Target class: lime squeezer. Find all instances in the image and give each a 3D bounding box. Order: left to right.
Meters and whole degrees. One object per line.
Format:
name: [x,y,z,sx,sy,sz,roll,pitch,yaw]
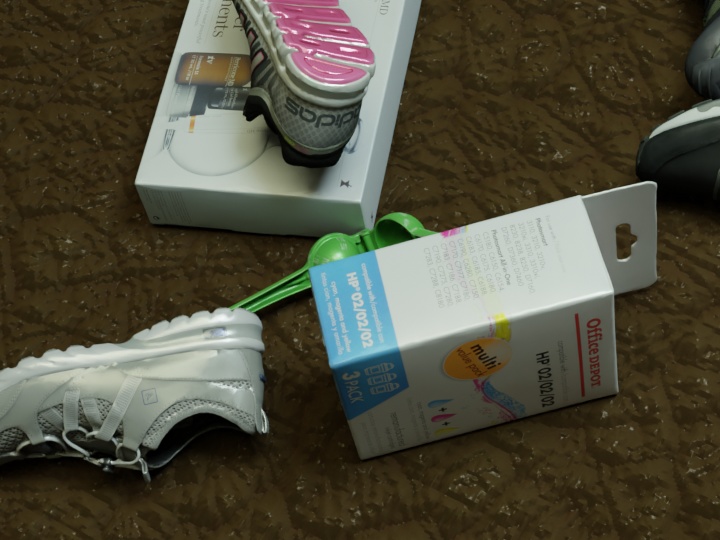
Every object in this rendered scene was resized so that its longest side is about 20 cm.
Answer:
lime squeezer: [0.000,0.000,1.019,0.198,0.038,0.071,-16,37,19]

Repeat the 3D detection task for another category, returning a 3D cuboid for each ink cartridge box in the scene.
ink cartridge box: [0.080,0.029,0.948,0.197,0.116,0.068,-15,57,1]

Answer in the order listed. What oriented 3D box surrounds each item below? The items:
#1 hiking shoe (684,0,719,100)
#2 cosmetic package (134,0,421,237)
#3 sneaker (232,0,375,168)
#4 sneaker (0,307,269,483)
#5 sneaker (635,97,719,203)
hiking shoe: [0.241,-0.184,1.085,0.100,0.076,0.201,18,54,30]
cosmetic package: [-0.050,-0.120,1.105,0.149,0.052,0.202,6,60,11]
sneaker: [-0.044,-0.130,1.038,0.073,0.088,0.201,2,33,-20]
sneaker: [-0.146,0.086,0.980,0.198,0.075,0.083,-19,72,10]
sneaker: [0.262,-0.049,0.991,0.197,0.076,0.089,-2,64,10]
